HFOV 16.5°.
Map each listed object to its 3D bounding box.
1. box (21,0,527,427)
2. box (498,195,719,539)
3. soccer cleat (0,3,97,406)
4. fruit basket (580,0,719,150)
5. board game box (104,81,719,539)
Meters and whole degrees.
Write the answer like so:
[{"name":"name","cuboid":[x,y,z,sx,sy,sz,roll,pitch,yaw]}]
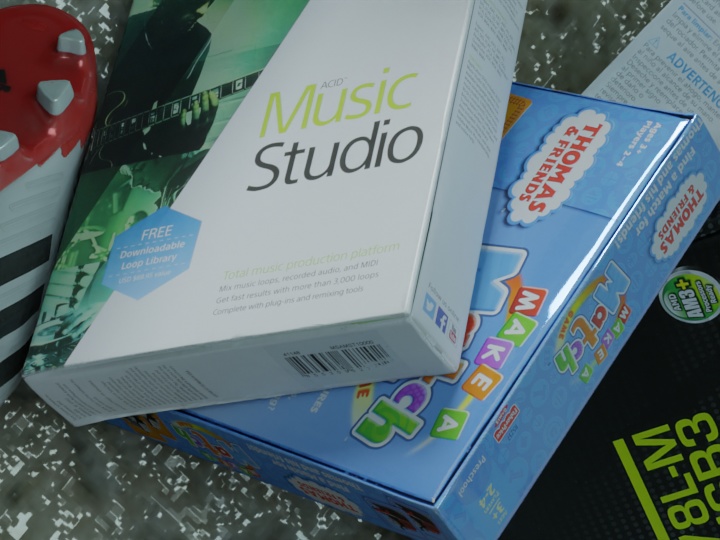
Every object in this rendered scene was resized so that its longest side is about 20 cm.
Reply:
[{"name":"box","cuboid":[-0.022,-0.049,0.801,0.036,0.144,0.201,51,41,-42]},{"name":"box","cuboid":[0.121,0.072,0.825,0.192,0.048,0.201,-20,109,18]},{"name":"soccer cleat","cuboid":[-0.133,-0.004,0.821,0.068,0.085,0.201,9,53,5]},{"name":"fruit basket","cuboid":[0.145,-0.005,0.876,0.185,0.094,0.200,42,96,-9]},{"name":"board game box","cuboid":[0.000,0.000,0.802,0.152,0.199,0.037,-54,132,-19]}]
